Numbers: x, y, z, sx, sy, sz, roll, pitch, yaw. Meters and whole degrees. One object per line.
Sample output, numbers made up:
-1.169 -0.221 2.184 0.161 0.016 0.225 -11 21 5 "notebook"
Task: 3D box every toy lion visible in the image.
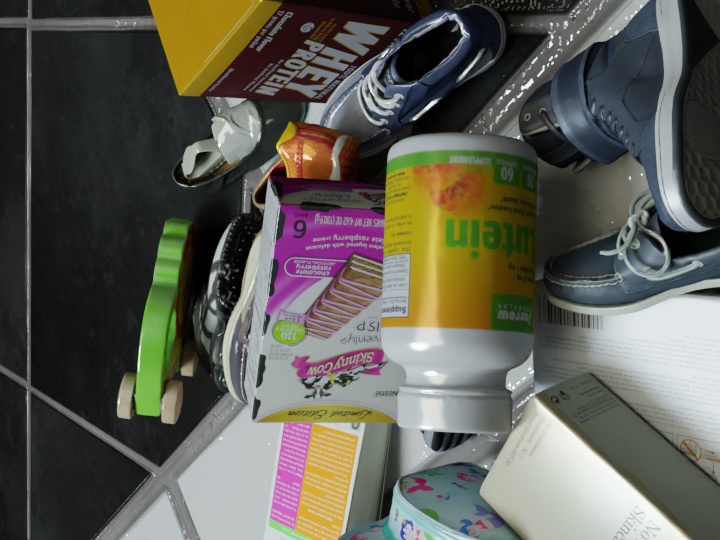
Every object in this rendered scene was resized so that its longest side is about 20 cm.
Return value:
-0.213 0.044 1.036 0.200 0.068 0.194 -95 13 -72 "toy lion"

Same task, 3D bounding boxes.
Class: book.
-0.035 0.187 0.913 0.133 0.048 0.203 6 86 47 "book"

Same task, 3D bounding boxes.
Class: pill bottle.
0.070 0.012 0.669 0.110 0.110 0.203 -4 82 47 "pill bottle"

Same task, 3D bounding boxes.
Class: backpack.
0.075 0.243 0.716 0.177 0.198 0.153 22 110 44 "backpack"

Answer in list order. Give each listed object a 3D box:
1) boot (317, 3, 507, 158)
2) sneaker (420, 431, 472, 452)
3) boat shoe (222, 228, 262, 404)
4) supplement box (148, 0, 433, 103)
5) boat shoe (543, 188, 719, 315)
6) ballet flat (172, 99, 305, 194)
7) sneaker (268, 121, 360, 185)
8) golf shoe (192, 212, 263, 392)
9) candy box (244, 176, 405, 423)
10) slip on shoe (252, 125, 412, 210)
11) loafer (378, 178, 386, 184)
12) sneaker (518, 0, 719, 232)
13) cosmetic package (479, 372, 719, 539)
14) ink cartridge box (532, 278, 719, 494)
0.023 -0.154 0.770 0.199 0.090 0.073 -34 85 30 "boot"
0.070 0.052 0.794 0.087 0.074 0.202 37 121 43 "sneaker"
-0.091 0.053 0.965 0.065 0.071 0.202 30 110 48 "boat shoe"
-0.071 -0.265 0.811 0.132 0.199 0.199 -34 70 43 "supplement box"
0.206 -0.017 0.613 0.198 0.075 0.062 -7 134 39 "boat shoe"
-0.138 -0.132 0.994 0.199 0.068 0.069 -33 71 44 "ballet flat"
-0.044 -0.066 0.848 0.076 0.073 0.201 20 147 9 "sneaker"
-0.152 0.029 1.023 0.094 0.077 0.203 24 111 43 "golf shoe"
-0.019 0.030 0.779 0.061 0.135 0.202 -115 31 -60 "candy box"
-0.031 -0.108 0.889 0.199 0.060 0.077 -26 76 45 "slip on shoe"
0.000 0.000 0.860 0.070 0.069 0.202 41 123 32 "loafer"
0.173 -0.084 0.617 0.146 0.077 0.204 -31 34 43 "sneaker"
0.186 0.176 0.629 0.200 0.073 0.104 43 127 33 "cosmetic package"
0.215 0.097 0.664 0.199 0.043 0.176 6 103 46 "ink cartridge box"
